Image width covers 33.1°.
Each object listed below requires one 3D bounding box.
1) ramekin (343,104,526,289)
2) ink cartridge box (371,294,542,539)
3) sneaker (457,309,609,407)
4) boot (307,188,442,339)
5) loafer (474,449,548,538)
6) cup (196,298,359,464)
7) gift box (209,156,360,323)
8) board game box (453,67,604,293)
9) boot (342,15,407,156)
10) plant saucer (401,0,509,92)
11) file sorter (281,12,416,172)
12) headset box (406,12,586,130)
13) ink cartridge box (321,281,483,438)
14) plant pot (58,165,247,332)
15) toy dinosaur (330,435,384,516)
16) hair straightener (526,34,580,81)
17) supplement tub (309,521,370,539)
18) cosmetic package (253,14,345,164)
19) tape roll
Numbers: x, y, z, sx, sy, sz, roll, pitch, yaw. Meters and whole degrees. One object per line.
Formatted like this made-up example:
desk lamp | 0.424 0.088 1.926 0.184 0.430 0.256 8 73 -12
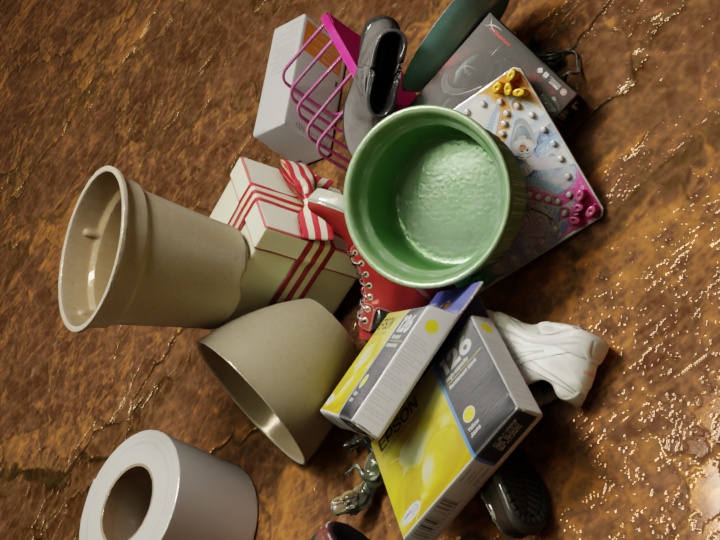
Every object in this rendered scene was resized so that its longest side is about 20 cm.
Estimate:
ramekin | 0.090 -0.081 1.362 0.199 0.098 0.202 0 91 26
ink cartridge box | 0.088 0.151 1.283 0.198 0.047 0.200 -55 34 23
sneaker | 0.168 0.101 1.308 0.199 0.078 0.100 6 73 50
boot | 0.000 0.000 1.477 0.145 0.199 0.072 -59 4 1
loafer | 0.135 0.214 1.281 0.071 0.073 0.200 -54 32 21
cup | -0.085 0.119 1.507 0.143 0.201 0.200 -41 35 -16
gift box | -0.094 -0.032 1.609 0.187 0.199 0.185 -57 39 27
board game box | 0.149 -0.099 1.405 0.199 0.026 0.201 -33 80 24
boot | 0.017 -0.208 1.491 0.132 0.069 0.201 -98 10 -66
plant saucer | 0.128 -0.294 1.509 0.036 0.200 0.200 40 100 7
file sorter | -0.011 -0.233 1.683 0.125 0.139 0.200 -47 39 19
headset box | 0.148 -0.182 1.465 0.200 0.077 0.149 -47 76 12
ink cartridge box | 0.041 0.090 1.347 0.201 0.047 0.198 -57 6 -10
plant pot | -0.247 -0.008 1.483 0.200 0.183 0.202 -29 55 51
toy dinosaur | 0.024 0.199 1.430 0.201 0.047 0.088 -55 41 -2
hair straightener | 0.208 -0.271 1.542 0.200 0.041 0.077 24 83 53
supplement tub | -0.057 0.383 1.341 0.200 0.107 0.107 -51 38 10
cosmetic package | -0.088 -0.270 1.821 0.071 0.101 0.201 -17 54 40
tape roll | -0.249 0.324 1.566 0.202 0.139 0.204 -26 48 34
